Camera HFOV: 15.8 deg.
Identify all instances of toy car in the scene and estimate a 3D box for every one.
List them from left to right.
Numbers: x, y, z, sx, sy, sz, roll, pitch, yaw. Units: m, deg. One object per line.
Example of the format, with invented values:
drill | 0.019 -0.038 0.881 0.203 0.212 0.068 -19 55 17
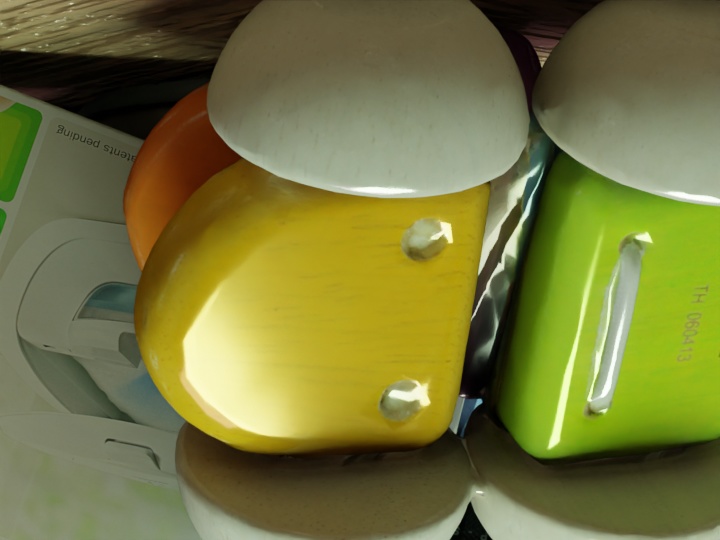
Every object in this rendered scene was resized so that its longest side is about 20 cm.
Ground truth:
toy car | 0.030 -0.009 0.728 0.199 0.175 0.150 1 -151 -15

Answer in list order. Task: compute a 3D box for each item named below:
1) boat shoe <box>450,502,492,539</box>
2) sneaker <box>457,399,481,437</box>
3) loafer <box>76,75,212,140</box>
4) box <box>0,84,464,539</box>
boat shoe | -0.014 0.076 0.894 0.199 0.084 0.069 3 163 -12
sneaker | -0.001 0.039 0.968 0.082 0.074 0.200 8 171 -30
loafer | -0.076 -0.025 0.880 0.072 0.063 0.200 4 173 -42
box | -0.082 0.059 0.789 0.200 0.177 0.097 22 148 -9
